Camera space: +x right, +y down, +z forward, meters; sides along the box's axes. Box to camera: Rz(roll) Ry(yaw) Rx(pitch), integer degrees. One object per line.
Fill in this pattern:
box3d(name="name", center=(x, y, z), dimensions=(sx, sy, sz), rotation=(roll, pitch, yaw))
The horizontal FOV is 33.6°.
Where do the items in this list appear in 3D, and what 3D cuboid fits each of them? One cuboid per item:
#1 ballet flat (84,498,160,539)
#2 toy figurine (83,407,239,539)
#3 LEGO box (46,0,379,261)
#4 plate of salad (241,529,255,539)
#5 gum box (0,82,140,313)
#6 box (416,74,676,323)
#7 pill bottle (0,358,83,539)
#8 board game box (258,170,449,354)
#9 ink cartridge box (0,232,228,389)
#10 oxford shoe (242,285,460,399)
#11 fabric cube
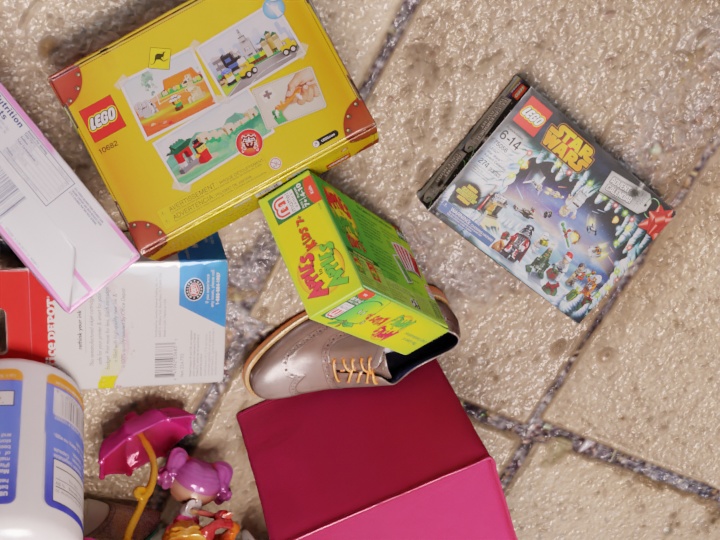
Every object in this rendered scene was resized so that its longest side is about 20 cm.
box3d(name="ballet flat", center=(-0.281, 0.243, 1.070), dimensions=(0.199, 0.068, 0.068), rotation=(-23, 113, -5))
box3d(name="toy figurine", center=(-0.163, 0.209, 1.020), dimensions=(0.199, 0.185, 0.150), rotation=(20, 145, -18))
box3d(name="LEGO box", center=(-0.106, -0.120, 0.894), dimensions=(0.199, 0.077, 0.150), rotation=(-28, 86, 0))
box3d(name="plate of salad", center=(-0.079, 0.336, 1.091), dimensions=(0.048, 0.200, 0.201), rotation=(-20, 120, -17))
box3d(name="gum box", center=(-0.250, -0.066, 0.859), dimensions=(0.066, 0.113, 0.200), rotation=(-39, 99, -12))
box3d(name="box", center=(0.167, -0.059, 1.057), dimensions=(0.200, 0.040, 0.137), rotation=(34, 102, -26))
box3d(name="pill bottle", center=(-0.266, 0.177, 0.898), dimensions=(0.111, 0.201, 0.112), rotation=(-6, 140, -5))
box3d(name="board game box", center=(0.000, 0.000, 0.944), dimensions=(0.047, 0.102, 0.200), rotation=(-31, 159, 14))
box3d(name="ink cartridge box", center=(-0.213, 0.033, 0.982), dimensions=(0.199, 0.067, 0.117), rotation=(-1, 115, -15))
box3d(name="oxford shoe", center=(-0.008, 0.072, 1.053), dimensions=(0.199, 0.073, 0.072), rotation=(-22, 120, -4))
box3d(name="fabric cube", center=(0.023, 0.219, 1.063), dimensions=(0.195, 0.200, 0.201), rotation=(-21, 119, -6))
